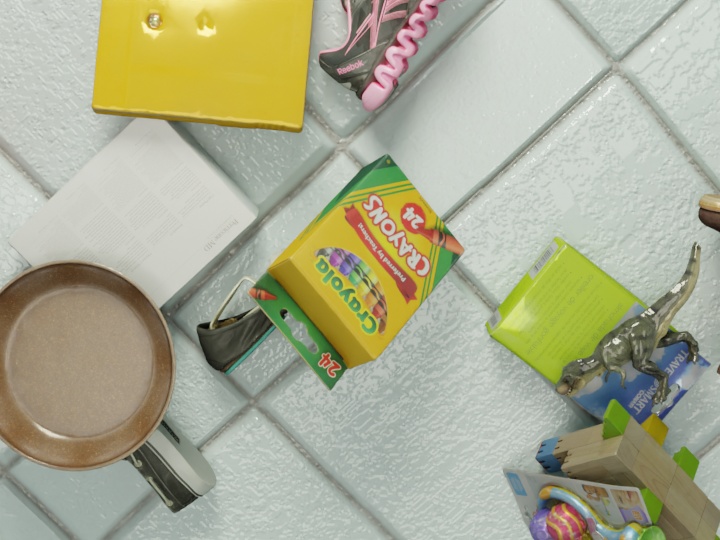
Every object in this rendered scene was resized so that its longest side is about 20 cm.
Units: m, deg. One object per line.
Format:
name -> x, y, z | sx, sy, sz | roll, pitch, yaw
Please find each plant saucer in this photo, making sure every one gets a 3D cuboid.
plant saucer -> -0.273, 0.090, 1.178 | 0.198, 0.037, 0.203 | 0, 92, 2

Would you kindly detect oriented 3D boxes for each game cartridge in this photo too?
game cartridge -> -0.145, -0.226, 1.147 | 0.197, 0.032, 0.179 | 6, 86, -5

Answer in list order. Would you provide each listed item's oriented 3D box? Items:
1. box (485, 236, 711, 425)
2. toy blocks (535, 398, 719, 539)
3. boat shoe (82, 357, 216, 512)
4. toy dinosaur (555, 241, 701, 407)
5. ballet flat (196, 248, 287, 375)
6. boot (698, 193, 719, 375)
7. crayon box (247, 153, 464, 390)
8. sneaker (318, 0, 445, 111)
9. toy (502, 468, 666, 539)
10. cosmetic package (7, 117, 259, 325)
box -> 0.241, 0.074, 1.243 | 0.199, 0.048, 0.122 | 37, 101, -10
toy blocks -> 0.265, 0.230, 1.247 | 0.200, 0.100, 0.136 | 45, 141, -15
boat shoe -> -0.232, 0.165, 1.245 | 0.063, 0.071, 0.201 | -36, 104, 6
toy dinosaur -> 0.286, 0.073, 1.200 | 0.200, 0.047, 0.088 | -43, 95, 3
ballet flat -> -0.083, 0.024, 1.217 | 0.199, 0.068, 0.069 | -37, 93, 7
boot -> 0.392, 0.030, 1.204 | 0.198, 0.072, 0.168 | 23, 100, -12
crayon box -> 0.000, 0.000, 1.157 | 0.127, 0.051, 0.200 | 49, 55, -12
sneaker -> 0.028, -0.255, 1.151 | 0.095, 0.079, 0.201 | 31, 100, 3
toy -> 0.216, 0.265, 1.220 | 0.047, 0.199, 0.116 | -33, 105, -32
cosmetic package -> -0.221, -0.044, 1.203 | 0.200, 0.052, 0.151 | -41, 99, 8
